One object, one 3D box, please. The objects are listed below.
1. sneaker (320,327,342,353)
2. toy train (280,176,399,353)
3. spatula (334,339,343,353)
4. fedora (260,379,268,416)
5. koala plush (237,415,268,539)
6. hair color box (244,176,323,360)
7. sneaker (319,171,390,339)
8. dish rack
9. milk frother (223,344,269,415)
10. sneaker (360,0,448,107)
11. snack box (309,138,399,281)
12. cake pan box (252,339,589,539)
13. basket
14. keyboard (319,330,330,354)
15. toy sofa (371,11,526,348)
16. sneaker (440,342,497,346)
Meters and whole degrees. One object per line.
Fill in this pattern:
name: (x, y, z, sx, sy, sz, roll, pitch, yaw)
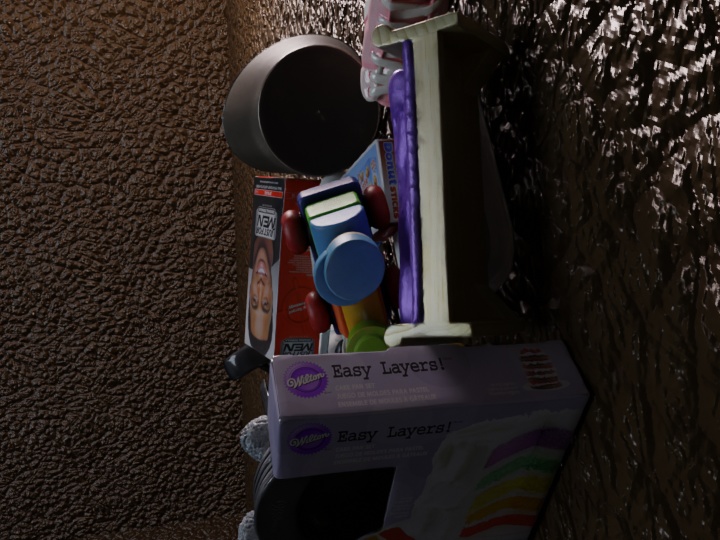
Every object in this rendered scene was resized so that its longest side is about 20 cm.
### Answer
sneaker: (-0.056, 0.128, 1.126, 0.200, 0.069, 0.082, 141, 137, -60)
toy train: (0.004, 0.043, 0.587, 0.116, 0.083, 0.204, -110, 5, -65)
spatula: (-0.028, 0.112, 0.856, 0.201, 0.020, 0.058, 111, 170, -66)
fedora: (-0.085, 0.244, 1.176, 0.201, 0.090, 0.205, 160, 91, -83)
koala plush: (-0.050, 0.292, 1.025, 0.200, 0.179, 0.182, 64, -155, -68)
hair color box: (-0.087, -0.005, 0.902, 0.101, 0.060, 0.206, 14, 102, 61)
sneaker: (0.000, 0.000, 0.821, 0.118, 0.072, 0.205, -118, 17, -73)
dish rack: (0.059, -0.041, 0.637, 0.201, 0.042, 0.176, 116, 148, -63)
milk frother: (-0.115, 0.161, 1.290, 0.199, 0.181, 0.188, 42, 164, -3)
sneaker: (0.040, -0.191, 0.602, 0.200, 0.073, 0.108, 132, 137, -81)
snack box: (-0.009, -0.048, 0.716, 0.200, 0.024, 0.074, 144, 122, -64)
cake pan box: (0.028, 0.130, 0.497, 0.053, 0.195, 0.187, -108, 22, -50)
basket: (-0.055, -0.162, 0.773, 0.138, 0.178, 0.200, 58, 179, -17)
keyboard: (-0.043, 0.105, 0.870, 0.057, 0.010, 0.204, 99, 177, -58)
toy sofa: (0.045, -0.053, 0.509, 0.096, 0.082, 0.206, -4, 86, 35)
sneaker: (0.038, 0.123, 0.616, 0.202, 0.088, 0.071, 116, 154, -43)
